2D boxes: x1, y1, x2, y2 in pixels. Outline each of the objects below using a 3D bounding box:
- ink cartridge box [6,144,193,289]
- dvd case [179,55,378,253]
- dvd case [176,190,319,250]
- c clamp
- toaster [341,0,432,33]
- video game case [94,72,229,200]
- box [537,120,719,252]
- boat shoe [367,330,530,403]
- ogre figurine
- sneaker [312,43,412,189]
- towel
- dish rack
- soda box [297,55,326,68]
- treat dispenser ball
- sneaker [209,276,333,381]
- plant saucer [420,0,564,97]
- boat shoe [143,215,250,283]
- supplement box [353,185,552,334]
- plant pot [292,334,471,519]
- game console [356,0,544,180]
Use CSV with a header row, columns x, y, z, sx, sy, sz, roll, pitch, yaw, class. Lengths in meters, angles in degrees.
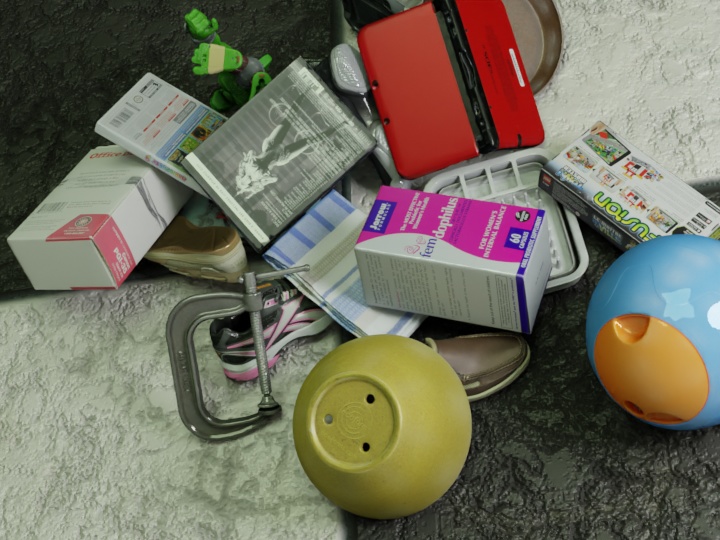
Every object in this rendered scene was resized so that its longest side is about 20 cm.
x,y,z,sx,sy,sz,roll,pitch,yaw,class
-0.321,-0.069,1.774,0.145,0.083,0.201,-1,38,32,ink cartridge box
-0.098,-0.142,1.723,0.200,0.016,0.149,-42,83,-7,dvd case
-0.147,-0.101,1.831,0.198,0.022,0.147,13,62,25,dvd case
-0.138,0.098,1.623,0.168,0.203,0.027,-3,12,-4,c clamp
0.059,-0.370,1.896,0.129,0.114,0.199,-41,53,-17,toaster
-0.217,-0.165,1.785,0.199,0.018,0.144,30,39,2,video game case
0.315,-0.082,1.642,0.110,0.035,0.200,-37,63,-24,box
0.092,0.109,1.585,0.200,0.075,0.075,-20,54,3,boat shoe
-0.152,-0.244,1.836,0.199,0.120,0.099,30,90,-2,ogre figurine
-0.014,-0.175,1.785,0.113,0.075,0.202,-25,93,27,sneaker
0.000,0.000,1.665,0.199,0.024,0.147,38,56,14,towel
0.172,-0.043,1.682,0.170,0.044,0.202,-15,54,4,dish rack
0.007,-0.231,1.846,0.198,0.064,0.071,5,59,20,soda box
0.333,0.064,1.465,0.198,0.202,0.203,-8,55,11,treat dispenser ball
-0.094,0.041,1.670,0.200,0.087,0.080,-43,43,-14,sneaker
0.164,-0.303,1.812,0.198,0.034,0.203,3,79,-16,plant saucer
-0.213,-0.020,1.767,0.199,0.065,0.072,7,44,44,boat shoe
0.105,-0.013,1.586,0.198,0.104,0.102,8,52,20,supplement box
0.009,0.162,1.490,0.197,0.142,0.203,-2,83,13,plant pot
0.114,-0.228,1.756,0.118,0.171,0.202,-23,81,43,game console
